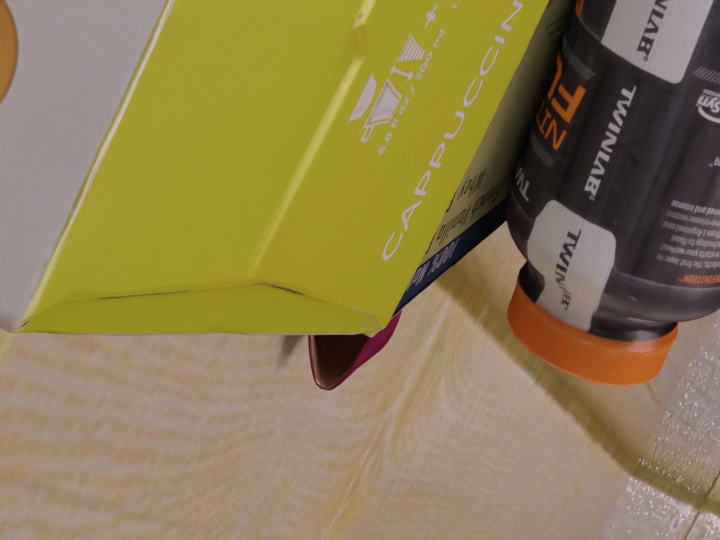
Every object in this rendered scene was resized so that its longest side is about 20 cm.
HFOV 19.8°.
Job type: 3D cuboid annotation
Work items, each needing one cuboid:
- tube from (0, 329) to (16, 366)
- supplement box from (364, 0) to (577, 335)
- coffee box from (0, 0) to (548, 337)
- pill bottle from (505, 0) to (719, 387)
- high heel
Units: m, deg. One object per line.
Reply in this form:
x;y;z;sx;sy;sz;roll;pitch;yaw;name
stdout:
-0.123;-0.030;0.713;0.058;0.052;0.201;-20;142;-34;tube
0.017;-0.118;0.839;0.200;0.134;0.201;-37;150;-55;supplement box
-0.063;-0.115;0.476;0.201;0.197;0.200;-64;160;7;coffee box
0.123;-0.053;0.834;0.106;0.106;0.201;-34;147;-58;pill bottle
0.000;0.000;1.082;0.200;0.067;0.097;75;35;-71;high heel
